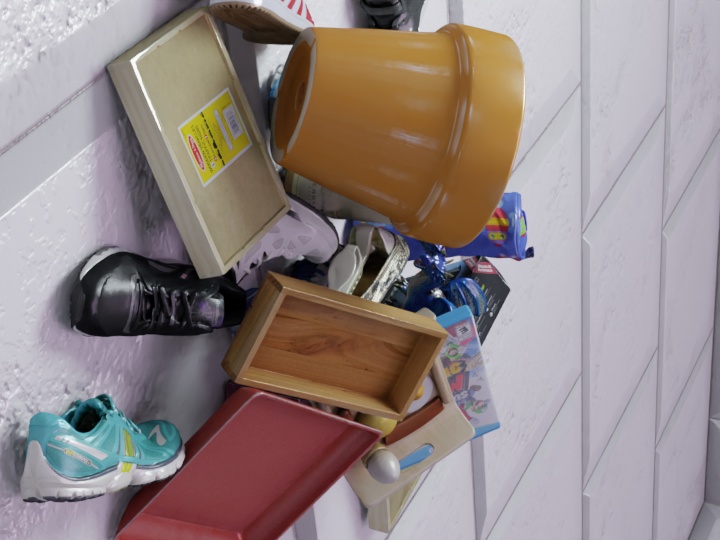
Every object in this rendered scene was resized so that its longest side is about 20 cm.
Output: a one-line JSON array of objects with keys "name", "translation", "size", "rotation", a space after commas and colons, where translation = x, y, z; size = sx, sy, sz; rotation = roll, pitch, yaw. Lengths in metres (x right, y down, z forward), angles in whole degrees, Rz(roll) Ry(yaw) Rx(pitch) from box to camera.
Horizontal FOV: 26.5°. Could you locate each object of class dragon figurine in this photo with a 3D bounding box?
[{"name": "dragon figurine", "translation": [0.095, 0.043, 1.617], "size": [0.200, 0.099, 0.059], "rotation": [53, 47, -25]}]

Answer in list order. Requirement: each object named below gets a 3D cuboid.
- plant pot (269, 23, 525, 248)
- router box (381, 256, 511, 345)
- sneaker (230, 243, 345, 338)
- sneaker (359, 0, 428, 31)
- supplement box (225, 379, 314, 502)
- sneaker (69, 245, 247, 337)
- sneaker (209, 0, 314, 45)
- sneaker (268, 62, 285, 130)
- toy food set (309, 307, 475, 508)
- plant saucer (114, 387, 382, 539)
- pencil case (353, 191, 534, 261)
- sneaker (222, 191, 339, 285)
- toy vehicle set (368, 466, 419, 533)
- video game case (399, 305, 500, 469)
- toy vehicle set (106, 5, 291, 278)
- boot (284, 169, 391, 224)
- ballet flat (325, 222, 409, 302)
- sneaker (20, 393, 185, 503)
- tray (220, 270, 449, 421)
[{"name": "plant pot", "translation": [0.023, -0.136, 1.373], "size": [0.200, 0.183, 0.201], "rotation": [-168, -90, -72]}, {"name": "router box", "translation": [0.069, 0.081, 1.759], "size": [0.062, 0.150, 0.200], "rotation": [50, 48, -21]}, {"name": "sneaker", "translation": [-0.058, 0.028, 1.564], "size": [0.199, 0.080, 0.115], "rotation": [16, 57, -49]}, {"name": "sneaker", "translation": [0.025, -0.256, 1.630], "size": [0.099, 0.071, 0.201], "rotation": [34, 63, -63]}, {"name": "supplement box", "translation": [-0.060, 0.158, 1.591], "size": [0.200, 0.085, 0.111], "rotation": [-16, 115, -64]}, {"name": "sneaker", "translation": [-0.164, 0.022, 1.297], "size": [0.200, 0.087, 0.076], "rotation": [-8, 108, -65]}, {"name": "sneaker", "translation": [-0.084, -0.268, 1.374], "size": [0.200, 0.071, 0.113], "rotation": [15, 75, -77]}, {"name": "sneaker", "translation": [-0.022, -0.169, 1.537], "size": [0.200, 0.086, 0.075], "rotation": [-18, 118, -62]}, {"name": "toy food set", "translation": [0.036, 0.141, 1.529], "size": [0.143, 0.060, 0.200], "rotation": [-33, 138, -12]}, {"name": "plant saucer", "translation": [-0.106, 0.187, 1.417], "size": [0.200, 0.037, 0.199], "rotation": [-45, 144, 15]}, {"name": "pencil case", "translation": [0.093, -0.048, 1.710], "size": [0.087, 0.199, 0.078], "rotation": [-37, 125, -72]}, {"name": "sneaker", "translation": [-0.101, -0.026, 1.453], "size": [0.200, 0.076, 0.116], "rotation": [40, 71, -52]}, {"name": "toy vehicle set", "translation": [0.044, 0.211, 1.882], "size": [0.124, 0.026, 0.200], "rotation": [-55, 152, -44]}, {"name": "video game case", "translation": [0.067, 0.131, 1.613], "size": [0.200, 0.143, 0.018], "rotation": [72, -6, -47]}, {"name": "toy vehicle set", "translation": [-0.134, -0.111, 1.306], "size": [0.124, 0.026, 0.200], "rotation": [-47, 122, -49]}, {"name": "boot", "translation": [0.025, -0.083, 1.588], "size": [0.200, 0.154, 0.072], "rotation": [-15, 111, -68]}, {"name": "ballet flat", "translation": [0.000, 0.000, 1.520], "size": [0.200, 0.068, 0.075], "rotation": [-61, 146, -48]}, {"name": "sneaker", "translation": [-0.209, 0.143, 1.275], "size": [0.200, 0.077, 0.080], "rotation": [-3, 91, -67]}, {"name": "tray", "translation": [-0.021, 0.071, 1.398], "size": [0.200, 0.037, 0.099], "rotation": [17, 107, -37]}]
